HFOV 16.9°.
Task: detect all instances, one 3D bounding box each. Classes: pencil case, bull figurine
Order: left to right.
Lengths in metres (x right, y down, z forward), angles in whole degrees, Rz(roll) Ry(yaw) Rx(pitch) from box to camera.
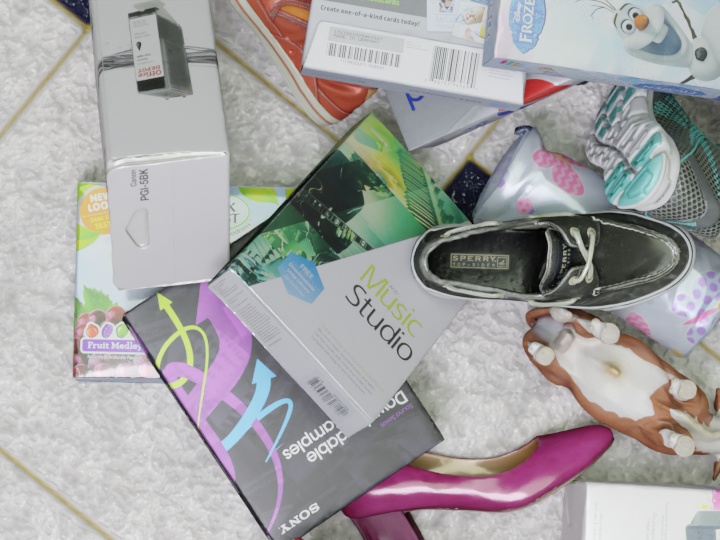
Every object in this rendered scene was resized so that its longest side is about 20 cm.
[{"bbox_3d":[0.177,-0.020,1.748,0.200,0.091,0.083,34,103,1],"label":"pencil case"},{"bbox_3d":[0.201,0.086,1.727,0.200,0.121,0.065,29,87,5],"label":"bull figurine"}]

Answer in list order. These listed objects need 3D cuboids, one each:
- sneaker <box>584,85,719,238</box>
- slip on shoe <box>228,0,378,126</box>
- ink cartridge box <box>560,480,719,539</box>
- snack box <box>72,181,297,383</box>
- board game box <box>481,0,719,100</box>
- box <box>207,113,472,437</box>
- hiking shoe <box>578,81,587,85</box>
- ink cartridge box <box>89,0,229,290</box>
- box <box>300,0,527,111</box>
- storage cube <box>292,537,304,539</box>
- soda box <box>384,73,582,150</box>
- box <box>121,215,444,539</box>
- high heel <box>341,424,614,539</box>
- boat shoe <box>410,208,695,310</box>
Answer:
[{"bbox_3d":[0.216,-0.079,1.715,0.091,0.200,0.078,29,115,-15],"label":"sneaker"},{"bbox_3d":[-0.050,-0.192,1.724,0.061,0.074,0.200,-25,118,20],"label":"slip on shoe"},{"bbox_3d":[0.248,0.186,1.715,0.199,0.117,0.068,4,86,-3],"label":"ink cartridge box"},{"bbox_3d":[-0.105,0.010,1.745,0.199,0.053,0.143,1,84,-4],"label":"snack box"},{"bbox_3d":[0.191,-0.225,1.647,0.198,0.043,0.201,8,85,-11],"label":"board game box"},{"bbox_3d":[0.000,0.000,1.684,0.144,0.036,0.200,47,46,-8],"label":"box"},{"bbox_3d":[0.202,-0.230,1.773,0.200,0.074,0.087,-44,89,-6],"label":"hiking shoe"},{"bbox_3d":[-0.138,-0.108,1.668,0.083,0.147,0.200,-5,55,-7],"label":"ink cartridge box"},{"bbox_3d":[0.049,-0.221,1.669,0.155,0.041,0.201,9,86,-4],"label":"box"},{"bbox_3d":[-0.004,0.298,1.655,0.179,0.200,0.171,29,84,6],"label":"storage cube"},{"bbox_3d":[0.117,-0.153,1.729,0.200,0.063,0.068,-23,88,19],"label":"soda box"},{"bbox_3d":[-0.053,0.076,1.699,0.143,0.036,0.200,-34,90,-8],"label":"box"},{"bbox_3d":[0.078,0.132,1.735,0.200,0.067,0.096,-26,94,-3],"label":"high heel"},{"bbox_3d":[0.135,-0.005,1.666,0.199,0.064,0.071,-4,90,-5],"label":"boat shoe"}]
